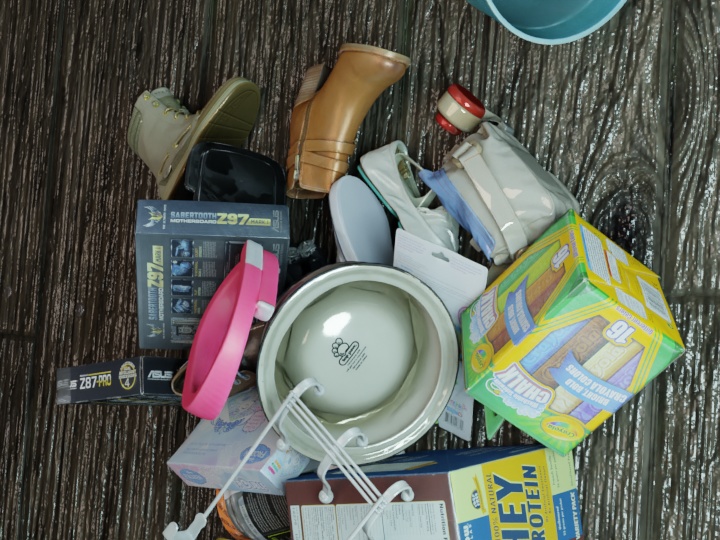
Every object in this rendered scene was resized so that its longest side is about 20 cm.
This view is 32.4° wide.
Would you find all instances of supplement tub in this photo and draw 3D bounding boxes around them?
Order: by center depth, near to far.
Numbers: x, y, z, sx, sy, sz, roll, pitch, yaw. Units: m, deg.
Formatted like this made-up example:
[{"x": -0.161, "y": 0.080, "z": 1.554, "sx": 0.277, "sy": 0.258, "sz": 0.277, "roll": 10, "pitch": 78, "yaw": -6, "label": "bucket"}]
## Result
[{"x": -0.056, "y": 0.231, "z": 1.342, "sx": 0.199, "sy": 0.122, "sz": 0.123, "roll": -23, "pitch": 70, "yaw": 37, "label": "supplement tub"}]

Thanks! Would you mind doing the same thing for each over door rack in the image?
[{"x": -0.061, "y": 0.216, "z": 1.097, "sx": 0.200, "sy": 0.067, "sz": 0.148, "roll": -48, "pitch": 59, "yaw": 6, "label": "over door rack"}]

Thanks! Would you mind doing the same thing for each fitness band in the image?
[{"x": -0.125, "y": 0.056, "z": 1.189, "sx": 0.144, "sy": 0.037, "sz": 0.200, "roll": -59, "pitch": 15, "yaw": 26, "label": "fitness band"}]

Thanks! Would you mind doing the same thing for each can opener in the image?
[{"x": -0.053, "y": 0.029, "z": 1.370, "sx": 0.200, "sy": 0.063, "sz": 0.079, "roll": -115, "pitch": 9, "yaw": -59, "label": "can opener"}]

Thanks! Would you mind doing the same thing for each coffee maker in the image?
[{"x": -0.177, "y": -0.053, "z": 1.441, "sx": 0.193, "sy": 0.134, "sz": 0.200, "roll": 64, "pitch": 143, "yaw": 28, "label": "coffee maker"}]

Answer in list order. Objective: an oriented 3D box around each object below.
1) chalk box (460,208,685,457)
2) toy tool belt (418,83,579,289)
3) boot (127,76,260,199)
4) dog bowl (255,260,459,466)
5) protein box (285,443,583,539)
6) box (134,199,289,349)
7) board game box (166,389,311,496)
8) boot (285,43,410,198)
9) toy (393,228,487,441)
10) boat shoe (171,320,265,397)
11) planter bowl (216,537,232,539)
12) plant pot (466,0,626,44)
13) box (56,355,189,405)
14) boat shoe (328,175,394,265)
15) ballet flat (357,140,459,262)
[{"x": 0.171, "y": 0.070, "z": 1.127, "sx": 0.200, "sy": 0.124, "sz": 0.125, "roll": -46, "pitch": 22, "yaw": 25, "label": "chalk box"}, {"x": 0.113, "y": -0.079, "z": 1.229, "sx": 0.123, "sy": 0.125, "sz": 0.200, "roll": -49, "pitch": 59, "yaw": 19, "label": "toy tool belt"}, {"x": -0.218, "y": -0.192, "z": 1.573, "sx": 0.200, "sy": 0.072, "sz": 0.155, "roll": -55, "pitch": 51, "yaw": 23, "label": "boot"}, {"x": -0.009, "y": 0.081, "z": 1.193, "sx": 0.074, "sy": 0.199, "sz": 0.201, "roll": -136, "pitch": 63, "yaw": -68, "label": "dog bowl"}, {"x": 0.072, "y": 0.245, "z": 1.168, "sx": 0.199, "sy": 0.198, "sz": 0.136, "roll": -11, "pitch": 85, "yaw": 40, "label": "protein box"}, {"x": -0.160, "y": 0.009, "z": 1.322, "sx": 0.201, "sy": 0.157, "sz": 0.051, "roll": 99, "pitch": 169, "yaw": -49, "label": "box"}, {"x": -0.090, "y": 0.148, "z": 1.332, "sx": 0.200, "sy": 0.043, "sz": 0.199, "roll": -8, "pitch": 37, "yaw": 54, "label": "board game box"}, {"x": -0.017, "y": -0.159, "z": 1.366, "sx": 0.200, "sy": 0.073, "sz": 0.156, "roll": -12, "pitch": 64, "yaw": 62, "label": "boot"}, {"x": 0.084, "y": 0.061, "z": 1.256, "sx": 0.115, "sy": 0.047, "sz": 0.201, "roll": 25, "pitch": 122, "yaw": 35, "label": "toy"}, {"x": -0.126, "y": 0.101, "z": 1.304, "sx": 0.200, "sy": 0.072, "sz": 0.073, "roll": -32, "pitch": 80, "yaw": 43, "label": "boat shoe"}, {"x": -0.124, "y": 0.343, "z": 1.355, "sx": 0.200, "sy": 0.200, "sz": 0.084, "roll": -1, "pitch": 69, "yaw": 41, "label": "planter bowl"}, {"x": 0.147, "y": -0.338, "z": 1.197, "sx": 0.188, "sy": 0.199, "sz": 0.201, "roll": 39, "pitch": 111, "yaw": 54, "label": "plant pot"}, {"x": -0.228, "y": 0.134, "z": 1.455, "sx": 0.161, "sy": 0.199, "sz": 0.049, "roll": -12, "pitch": 76, "yaw": 41, "label": "box"}, {"x": 0.000, "y": 0.000, "z": 1.339, "sx": 0.065, "sy": 0.073, "sz": 0.201, "roll": -23, "pitch": 81, "yaw": 44, "label": "boat shoe"}, {"x": 0.064, "y": -0.063, "z": 1.316, "sx": 0.069, "sy": 0.069, "sz": 0.200, "roll": -47, "pitch": 56, "yaw": 27, "label": "ballet flat"}]
